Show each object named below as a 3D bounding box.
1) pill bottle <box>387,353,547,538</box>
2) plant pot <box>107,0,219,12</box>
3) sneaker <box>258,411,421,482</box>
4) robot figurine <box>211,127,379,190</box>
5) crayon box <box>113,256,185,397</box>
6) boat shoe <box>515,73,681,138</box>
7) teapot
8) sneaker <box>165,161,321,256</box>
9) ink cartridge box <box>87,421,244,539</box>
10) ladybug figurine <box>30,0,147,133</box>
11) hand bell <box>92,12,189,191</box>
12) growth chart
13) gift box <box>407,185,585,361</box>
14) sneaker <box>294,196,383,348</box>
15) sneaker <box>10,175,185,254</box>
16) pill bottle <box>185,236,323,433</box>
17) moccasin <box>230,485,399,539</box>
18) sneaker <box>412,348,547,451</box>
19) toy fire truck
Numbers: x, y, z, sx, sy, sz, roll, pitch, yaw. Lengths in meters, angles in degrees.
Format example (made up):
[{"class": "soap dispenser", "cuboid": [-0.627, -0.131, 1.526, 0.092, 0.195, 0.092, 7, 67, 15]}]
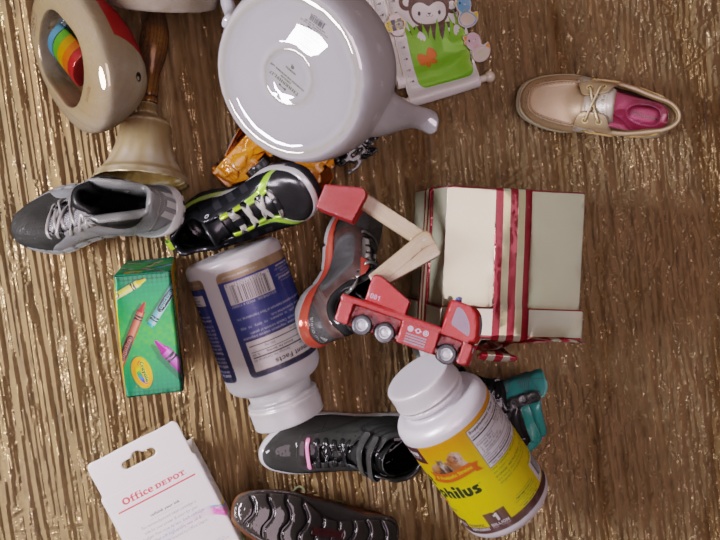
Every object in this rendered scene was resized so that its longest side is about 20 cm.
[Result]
[{"class": "pill bottle", "cuboid": [0.115, 0.189, 1.104, 0.109, 0.109, 0.200, -37, 109, -6]}, {"class": "plant pot", "cuboid": [-0.207, -0.363, 1.043, 0.199, 0.200, 0.175, 1, 111, -11]}, {"class": "sneaker", "cuboid": [-0.016, 0.206, 1.155, 0.199, 0.099, 0.071, -5, 97, -9]}, {"class": "robot figurine", "cuboid": [-0.067, -0.152, 1.138, 0.145, 0.058, 0.200, 44, 86, -11]}, {"class": "crayon box", "cuboid": [-0.218, 0.053, 1.053, 0.058, 0.200, 0.120, -6, 96, -9]}, {"class": "boat shoe", "cuboid": [0.287, -0.197, 1.195, 0.199, 0.069, 0.074, 3, 94, -11]}, {"class": "teapot", "cuboid": [-0.043, -0.215, 1.041, 0.196, 0.146, 0.201, -5, 108, 29]}, {"class": "sneaker", "cuboid": [-0.127, -0.052, 1.076, 0.072, 0.199, 0.083, 56, 40, -22]}, {"class": "ink cartridge box", "cuboid": [-0.214, 0.273, 1.139, 0.117, 0.067, 0.201, -26, 100, -7]}, {"class": "ladybug figurine", "cuboid": [-0.282, -0.225, 1.047, 0.072, 0.200, 0.136, -13, 140, -37]}, {"class": "hand bell", "cuboid": [-0.232, -0.194, 1.100, 0.103, 0.104, 0.201, 4, 82, -11]}, {"class": "growth chart", "cuboid": [0.068, -0.291, 1.173, 0.144, 0.018, 0.201, -26, 100, -8]}, {"class": "gift box", "cuboid": [0.163, 0.004, 1.131, 0.199, 0.185, 0.188, 4, 92, -5]}, {"class": "sneaker", "cuboid": [0.000, 0.000, 1.118, 0.077, 0.082, 0.201, 44, 53, -36]}, {"class": "sneaker", "cuboid": [-0.293, -0.067, 1.049, 0.199, 0.115, 0.076, -9, 82, 10]}, {"class": "pill bottle", "cuboid": [-0.111, 0.073, 1.120, 0.110, 0.111, 0.201, -20, 98, -8]}, {"class": "moccasin", "cuboid": [-0.055, 0.290, 1.164, 0.200, 0.078, 0.074, 9, 80, -23]}, {"class": "sneaker", "cuboid": [0.156, 0.140, 1.180, 0.120, 0.084, 0.200, -33, 108, 9]}, {"class": "toy fire truck", "cuboid": [0.038, 0.004, 1.025, 0.199, 0.049, 0.142, 19, 88, 4]}]
